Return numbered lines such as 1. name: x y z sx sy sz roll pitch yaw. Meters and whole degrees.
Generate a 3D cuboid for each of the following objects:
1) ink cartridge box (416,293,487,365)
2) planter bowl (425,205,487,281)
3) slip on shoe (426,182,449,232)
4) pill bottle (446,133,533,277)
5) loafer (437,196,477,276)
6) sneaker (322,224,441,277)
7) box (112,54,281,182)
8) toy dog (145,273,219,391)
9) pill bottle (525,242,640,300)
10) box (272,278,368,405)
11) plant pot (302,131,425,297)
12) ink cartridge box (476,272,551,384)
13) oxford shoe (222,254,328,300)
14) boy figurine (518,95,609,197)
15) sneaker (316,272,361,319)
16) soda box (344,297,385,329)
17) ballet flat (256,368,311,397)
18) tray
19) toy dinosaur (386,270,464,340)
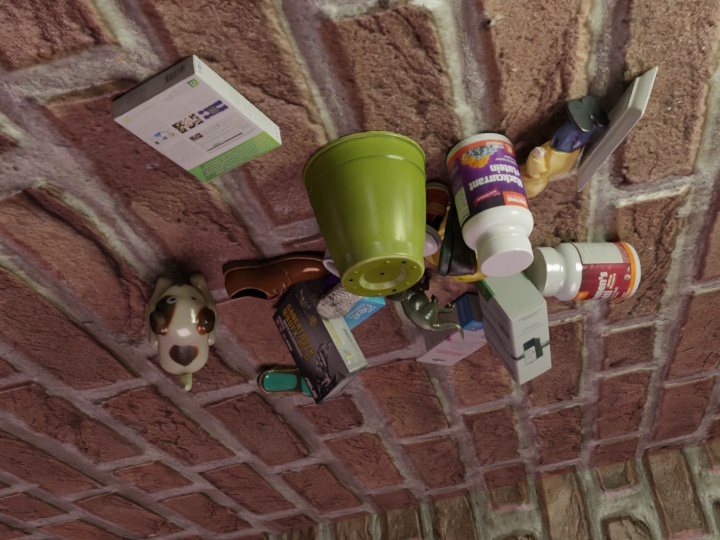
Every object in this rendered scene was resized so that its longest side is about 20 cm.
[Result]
1. ink cartridge box: 0.212 0.130 1.983 0.114 0.069 0.200 11 145 -35
2. planter bowl: 0.196 -0.037 1.657 0.196 0.085 0.201 -7 152 -4
3. slip on shoe: 0.094 -0.068 1.575 0.073 0.062 0.201 15 144 -16
4. pill bottle: 0.203 -0.098 1.419 0.109 0.203 0.112 -8 153 -4
5. loafer: 0.165 -0.052 1.497 0.062 0.201 0.073 11 127 5
6. sneaker: 0.032 -0.022 1.525 0.197 0.115 0.073 0 135 28
7. box: -0.221 -0.202 1.271 0.142 0.037 0.200 -22 148 22
8. toy dog: -0.322 0.099 1.634 0.137 0.197 0.200 9 156 -8
9. pill bottle: 0.425 0.002 1.773 0.196 0.111 0.110 -1 151 -16
10. box: -0.080 0.132 1.752 0.048 0.202 0.159 -18 162 -35
11. plant pot: 0.019 -0.072 1.416 0.196 0.196 0.201 -7 153 -4
12. ink cartridge box: 0.300 0.100 1.806 0.082 0.147 0.202 -24 135 -9
13. oxford shoe: -0.146 0.019 1.663 0.196 0.072 0.072 -9 151 -5
14. boy figurine: 0.303 -0.185 1.438 0.123 0.065 0.200 -21 163 -31
15. sneaker: -0.001 0.000 1.647 0.198 0.101 0.069 -30 127 30
16. soda box: -0.039 0.077 1.810 0.067 0.065 0.199 12 144 -35
17. ballet flat: -0.149 0.253 2.117 0.197 0.072 0.065 11 173 -29
18. tray: 0.377 -0.212 1.391 0.022 0.108 0.201 26 147 -1
19. toy dinosaur: 0.116 0.069 1.774 0.102 0.201 0.077 -37 -178 -34
